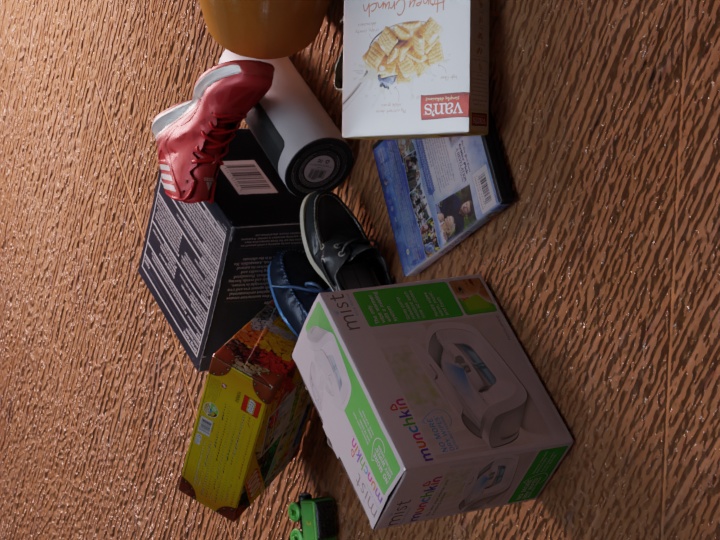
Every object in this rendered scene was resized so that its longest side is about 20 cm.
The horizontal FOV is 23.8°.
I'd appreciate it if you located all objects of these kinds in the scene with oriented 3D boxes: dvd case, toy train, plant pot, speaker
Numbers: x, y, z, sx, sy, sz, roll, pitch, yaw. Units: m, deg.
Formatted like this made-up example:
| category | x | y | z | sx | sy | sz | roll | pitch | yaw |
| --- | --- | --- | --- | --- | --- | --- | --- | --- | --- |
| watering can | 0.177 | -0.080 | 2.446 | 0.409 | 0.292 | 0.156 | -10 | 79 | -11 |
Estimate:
| category | x | y | z | sx | sy | sz | roll | pitch | yaw |
| --- | --- | --- | --- | --- | --- | --- | --- | --- | --- |
| dvd case | 0.075 | -0.094 | 1.626 | 0.200 | 0.017 | 0.143 | -39 | 60 | 57 |
| toy train | -0.044 | 0.346 | 1.895 | 0.056 | 0.042 | 0.201 | -8 | 88 | 50 |
| plant pot | -0.097 | -0.324 | 1.745 | 0.184 | 0.199 | 0.201 | 96 | 153 | -51 |
| speaker | -0.083 | -0.169 | 1.836 | 0.200 | 0.081 | 0.081 | 57 | 141 | 40 |

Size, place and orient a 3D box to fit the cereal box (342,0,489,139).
| category | x | y | z | sx | sy | sz | roll | pitch | yaw |
| --- | --- | --- | --- | --- | --- | --- | --- | --- | --- |
| cereal box | 0.050 | -0.221 | 1.561 | 0.143 | 0.039 | 0.201 | 0 | 89 | 36 |

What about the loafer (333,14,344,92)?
| category | x | y | z | sx | sy | sz | roll | pitch | yaw |
| --- | --- | --- | --- | --- | --- | --- | --- | --- | --- |
| loafer | 0.021 | -0.246 | 1.646 | 0.076 | 0.068 | 0.201 | 45 | 132 | 49 |

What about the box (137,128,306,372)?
| category | x | y | z | sx | sy | sz | roll | pitch | yaw |
| --- | --- | --- | --- | --- | --- | --- | --- | --- | --- |
| box | -0.150 | -0.026 | 1.935 | 0.200 | 0.123 | 0.199 | 54 | 137 | 43 |

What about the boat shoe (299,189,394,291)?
| category | x | y | z | sx | sy | sz | roll | pitch | yaw |
| --- | --- | --- | --- | --- | --- | --- | --- | --- | --- |
| boat shoe | -0.002 | 0.001 | 1.724 | 0.066 | 0.074 | 0.200 | -41 | 60 | 53 |

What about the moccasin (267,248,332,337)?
| category | x | y | z | sx | sy | sz | roll | pitch | yaw |
| --- | --- | --- | --- | --- | --- | --- | --- | --- | --- |
| moccasin | -0.025 | 0.052 | 1.789 | 0.200 | 0.080 | 0.068 | 56 | 137 | 19 |

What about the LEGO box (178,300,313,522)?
| category | x | y | z | sx | sy | sz | roll | pitch | yaw |
| --- | --- | --- | --- | --- | --- | --- | --- | --- | --- |
| LEGO box | -0.112 | 0.148 | 1.856 | 0.077 | 0.149 | 0.201 | 28 | 127 | 14 |

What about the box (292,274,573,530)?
| category | x | y | z | sx | sy | sz | roll | pitch | yaw |
| --- | --- | --- | --- | --- | --- | --- | --- | --- | --- |
| box | 0.059 | 0.114 | 1.527 | 0.200 | 0.176 | 0.097 | 64 | 145 | 34 |

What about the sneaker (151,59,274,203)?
| category | x | y | z | sx | sy | sz | roll | pitch | yaw |
| --- | --- | --- | --- | --- | --- | --- | --- | --- | --- |
| sneaker | -0.146 | -0.135 | 1.790 | 0.200 | 0.078 | 0.116 | -33 | 61 | 52 |
